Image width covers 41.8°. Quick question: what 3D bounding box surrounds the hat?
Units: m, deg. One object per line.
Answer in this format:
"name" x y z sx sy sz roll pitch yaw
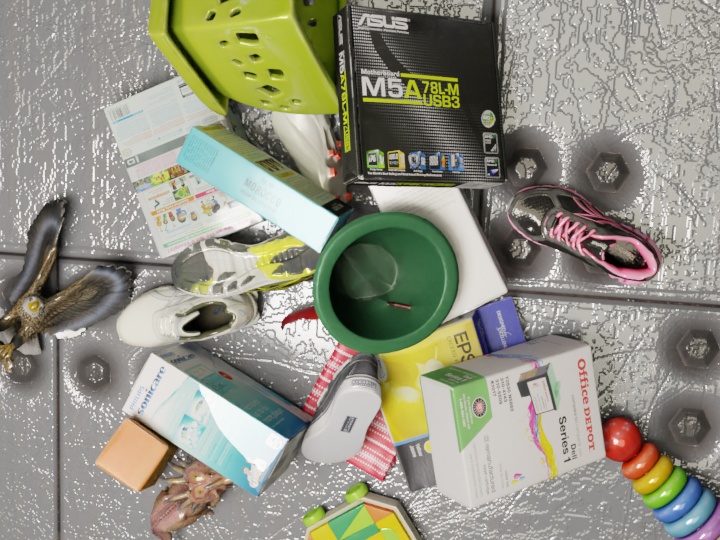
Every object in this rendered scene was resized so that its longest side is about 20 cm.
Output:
"hat" 0.000 0.000 1.150 0.198 0.176 0.168 -10 105 -11

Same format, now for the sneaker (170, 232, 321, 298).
"sneaker" -0.135 0.003 1.178 0.197 0.085 0.075 -6 73 5

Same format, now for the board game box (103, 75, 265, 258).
"board game box" -0.212 -0.135 1.186 0.146 0.064 0.202 -19 94 12

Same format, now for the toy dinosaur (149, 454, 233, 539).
"toy dinosaur" -0.228 0.296 1.220 0.086 0.136 0.201 36 103 1

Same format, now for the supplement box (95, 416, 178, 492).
"supplement box" -0.275 0.229 1.182 0.068 0.200 0.067 34 78 -2

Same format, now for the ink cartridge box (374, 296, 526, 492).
"ink cartridge box" 0.124 0.158 1.175 0.198 0.047 0.200 -18 102 7

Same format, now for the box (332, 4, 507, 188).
"box" 0.069 -0.193 1.071 0.198 0.047 0.196 0 86 -27

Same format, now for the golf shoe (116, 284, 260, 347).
"golf shoe" -0.230 0.059 1.203 0.198 0.097 0.079 -13 98 11

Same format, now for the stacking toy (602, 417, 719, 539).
"stacking toy" 0.372 0.261 1.158 0.085 0.085 0.200 -43 86 12

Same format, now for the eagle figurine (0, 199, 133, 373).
"eagle figurine" -0.410 0.032 1.227 0.200 0.150 0.152 -47 135 -16

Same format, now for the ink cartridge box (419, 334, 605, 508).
"ink cartridge box" 0.182 0.173 1.118 0.198 0.084 0.147 -14 99 -24

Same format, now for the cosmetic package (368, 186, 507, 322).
"cosmetic package" 0.094 -0.048 1.151 0.101 0.074 0.202 -24 97 12

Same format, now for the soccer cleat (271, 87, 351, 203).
"soccer cleat" -0.065 -0.157 1.164 0.077 0.069 0.202 -12 95 24

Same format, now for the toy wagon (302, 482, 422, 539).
"toy wagon" -0.017 0.383 1.251 0.199 0.040 0.156 -31 93 12

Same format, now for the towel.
"towel" 0.015 0.159 1.220 0.144 0.022 0.201 29 102 4

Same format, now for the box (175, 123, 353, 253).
"box" -0.110 -0.099 1.100 0.199 0.082 0.049 32 106 5

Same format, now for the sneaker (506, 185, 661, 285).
"sneaker" 0.267 -0.041 1.114 0.198 0.095 0.080 24 103 5

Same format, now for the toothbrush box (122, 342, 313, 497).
"toothbrush box" -0.173 0.179 1.178 0.199 0.146 0.086 30 96 9

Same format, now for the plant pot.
"plant pot" -0.124 -0.297 1.056 0.179 0.199 0.202 -5 68 15

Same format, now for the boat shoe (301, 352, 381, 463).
"boat shoe" -0.023 0.171 1.168 0.071 0.068 0.201 13 139 -9
